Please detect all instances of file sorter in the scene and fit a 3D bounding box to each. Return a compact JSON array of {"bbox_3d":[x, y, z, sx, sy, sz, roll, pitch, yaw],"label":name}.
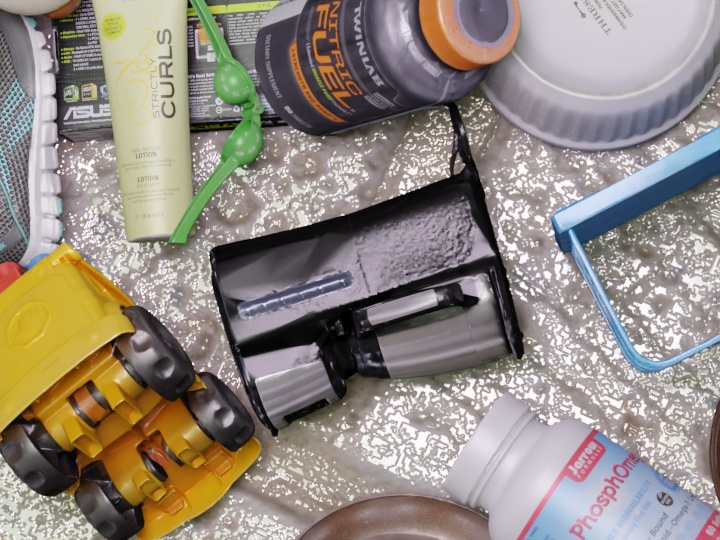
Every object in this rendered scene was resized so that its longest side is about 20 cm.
[{"bbox_3d":[0.219,-0.008,1.533,0.138,0.200,0.123,-28,84,4],"label":"file sorter"}]

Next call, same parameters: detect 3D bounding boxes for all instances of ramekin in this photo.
[{"bbox_3d":[0.167,-0.190,1.597,0.199,0.105,0.201,0,84,3],"label":"ramekin"}]

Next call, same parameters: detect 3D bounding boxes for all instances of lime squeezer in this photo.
[{"bbox_3d":[-0.104,-0.117,1.618,0.070,0.038,0.201,1,85,-14],"label":"lime squeezer"}]

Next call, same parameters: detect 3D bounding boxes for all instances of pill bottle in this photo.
[{"bbox_3d":[0.161,0.173,1.565,0.200,0.109,0.109,34,89,10],"label":"pill bottle"},{"bbox_3d":[0.022,-0.159,1.554,0.106,0.200,0.107,6,80,-35],"label":"pill bottle"}]

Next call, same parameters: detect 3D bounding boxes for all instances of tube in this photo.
[{"bbox_3d":[-0.153,-0.121,1.626,0.058,0.052,0.201,-2,85,-32],"label":"tube"}]

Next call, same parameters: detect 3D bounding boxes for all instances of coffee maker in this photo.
[{"bbox_3d":[0.000,0.000,1.608,0.199,0.135,0.193,-15,59,4],"label":"coffee maker"}]

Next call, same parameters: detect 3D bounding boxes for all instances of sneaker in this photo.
[{"bbox_3d":[-0.269,-0.097,1.651,0.091,0.078,0.201,-1,81,-22],"label":"sneaker"}]

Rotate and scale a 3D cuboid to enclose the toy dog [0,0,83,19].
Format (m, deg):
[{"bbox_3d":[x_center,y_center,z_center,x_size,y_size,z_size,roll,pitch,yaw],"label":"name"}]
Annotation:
[{"bbox_3d":[-0.289,-0.243,1.618,0.199,0.140,0.195,7,60,15],"label":"toy dog"}]

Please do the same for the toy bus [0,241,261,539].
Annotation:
[{"bbox_3d":[-0.188,0.073,1.609,0.136,0.200,0.192,-40,47,4],"label":"toy bus"}]

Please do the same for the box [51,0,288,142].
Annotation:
[{"bbox_3d":[-0.130,-0.200,1.674,0.199,0.048,0.194,-5,82,7],"label":"box"}]

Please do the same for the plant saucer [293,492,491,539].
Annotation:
[{"bbox_3d":[0.034,0.245,1.571,0.199,0.032,0.201,4,51,-5],"label":"plant saucer"}]

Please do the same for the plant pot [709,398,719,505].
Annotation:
[{"bbox_3d":[0.333,0.118,1.505,0.199,0.198,0.201,-1,84,8],"label":"plant pot"}]
